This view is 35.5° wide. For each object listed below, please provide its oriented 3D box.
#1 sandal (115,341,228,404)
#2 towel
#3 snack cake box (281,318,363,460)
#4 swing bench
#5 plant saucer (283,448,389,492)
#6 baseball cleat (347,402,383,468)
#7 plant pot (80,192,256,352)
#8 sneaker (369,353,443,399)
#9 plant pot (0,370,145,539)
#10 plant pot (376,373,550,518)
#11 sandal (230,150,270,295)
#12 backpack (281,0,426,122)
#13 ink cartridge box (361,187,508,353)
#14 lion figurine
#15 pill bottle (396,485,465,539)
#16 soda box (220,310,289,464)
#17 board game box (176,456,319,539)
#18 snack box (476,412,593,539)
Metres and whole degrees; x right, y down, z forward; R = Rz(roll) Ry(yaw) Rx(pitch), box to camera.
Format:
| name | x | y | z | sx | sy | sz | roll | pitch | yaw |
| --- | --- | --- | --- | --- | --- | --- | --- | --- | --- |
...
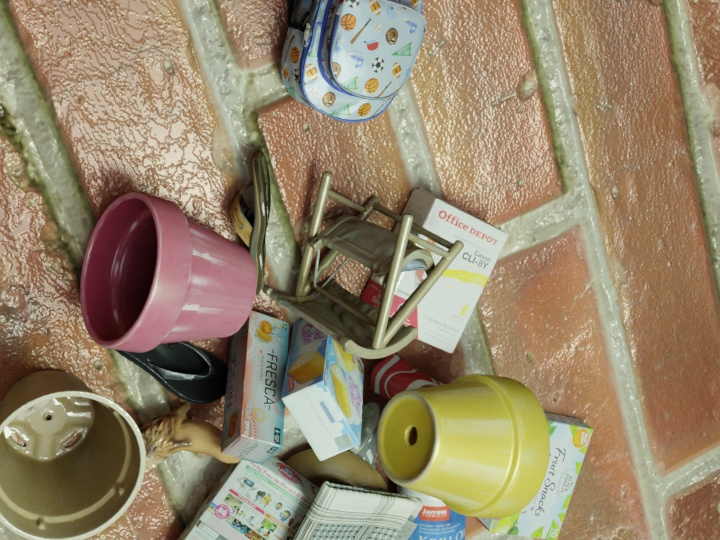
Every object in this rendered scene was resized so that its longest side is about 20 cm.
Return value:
| name | x | y | z | sx | sy | sz | roll | pitch | yaw |
| --- | --- | --- | --- | --- | --- | --- | --- | --- | --- |
| sandal | -0.259 | 0.125 | 1.556 | 0.199 | 0.043 | 0.077 | 31 | 58 | -27 |
| towel | -0.016 | 0.398 | 1.625 | 0.199 | 0.035 | 0.194 | 16 | 108 | -38 |
| snack cake box | -0.049 | 0.156 | 1.582 | 0.067 | 0.201 | 0.116 | -24 | 115 | 14 |
| swing bench | 0.000 | 0.000 | 1.548 | 0.129 | 0.198 | 0.202 | 24 | 95 | -45 |
| plant saucer | -0.051 | 0.366 | 1.679 | 0.197 | 0.035 | 0.203 | 1 | 102 | 4 |
| baseball cleat | 0.001 | 0.297 | 1.727 | 0.106 | 0.070 | 0.201 | 22 | 105 | -32 |
| plant pot | -0.244 | 0.012 | 1.479 | 0.178 | 0.199 | 0.202 | 12 | 100 | -41 |
| sneaker | 0.088 | 0.186 | 1.734 | 0.072 | 0.112 | 0.200 | -59 | 147 | -1 |
| plant pot | -0.396 | 0.220 | 1.464 | 0.198 | 0.183 | 0.203 | -6 | 107 | -21 |
| plant pot | 0.133 | 0.241 | 1.578 | 0.187 | 0.200 | 0.203 | 13 | 100 | -38 |
| sandal | -0.155 | -0.065 | 1.560 | 0.054 | 0.082 | 0.202 | 5 | 111 | -2 |
| backpack | -0.012 | -0.297 | 1.510 | 0.198 | 0.154 | 0.192 | 10 | 111 | -28 |
| ink cartridge box | 0.109 | -0.001 | 1.673 | 0.144 | 0.083 | 0.202 | 23 | 94 | -26 |
| lion figurine | -0.218 | 0.233 | 1.557 | 0.197 | 0.123 | 0.073 | 0 | 111 | 11 |
| pill bottle | 0.111 | 0.371 | 1.761 | 0.111 | 0.112 | 0.203 | -7 | 107 | -21 |
| soda box | -0.144 | 0.159 | 1.554 | 0.068 | 0.202 | 0.064 | 21 | 140 | -25 |
| board game box | -0.160 | 0.373 | 1.631 | 0.147 | 0.064 | 0.201 | 36 | 100 | -6 |
| snack box | 0.288 | 0.337 | 1.860 | 0.141 | 0.053 | 0.202 | 12 | 99 | -27 |
